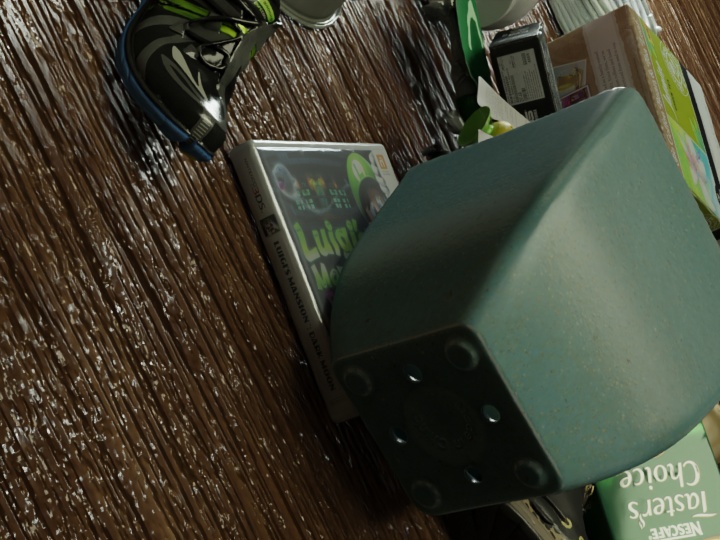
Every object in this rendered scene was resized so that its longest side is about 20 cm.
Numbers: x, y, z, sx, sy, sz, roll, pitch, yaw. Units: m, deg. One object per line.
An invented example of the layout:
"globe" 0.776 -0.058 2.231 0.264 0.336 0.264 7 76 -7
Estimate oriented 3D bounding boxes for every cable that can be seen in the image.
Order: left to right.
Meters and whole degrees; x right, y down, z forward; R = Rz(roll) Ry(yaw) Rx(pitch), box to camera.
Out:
"cable" 0.277 -0.312 1.807 0.201 0.069 0.200 64 26 -2

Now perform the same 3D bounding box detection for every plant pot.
"plant pot" 0.096 0.040 0.946 0.197 0.195 0.200 59 43 -14

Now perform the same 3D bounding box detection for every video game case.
"video game case" 0.000 0.000 1.033 0.200 0.023 0.183 -8 75 -64

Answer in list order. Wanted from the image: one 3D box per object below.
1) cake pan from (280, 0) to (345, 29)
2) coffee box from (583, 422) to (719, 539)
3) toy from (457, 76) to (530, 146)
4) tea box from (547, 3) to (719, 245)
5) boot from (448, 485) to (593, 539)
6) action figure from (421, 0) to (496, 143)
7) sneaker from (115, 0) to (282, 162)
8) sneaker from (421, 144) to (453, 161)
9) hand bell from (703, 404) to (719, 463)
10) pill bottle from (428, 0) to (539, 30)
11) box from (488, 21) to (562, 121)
"cake pan" -0.057 -0.278 1.153 0.200 0.037 0.201 44 33 -38
"coffee box" 0.224 0.153 1.239 0.122 0.044 0.201 -3 65 -23
"toy" 0.149 -0.049 1.181 0.200 0.047 0.115 40 31 -23
"tea box" 0.268 -0.116 1.533 0.196 0.133 0.201 30 43 -50
"boot" 0.142 0.192 1.086 0.200 0.073 0.151 49 29 -14
"action figure" 0.098 -0.127 1.289 0.118 0.054 0.201 -6 79 -83
"sneaker" -0.090 -0.145 0.914 0.071 0.082 0.200 47 31 -34
"sneaker" 0.093 -0.005 1.171 0.140 0.078 0.201 13 47 -58
"hand bell" 0.239 0.196 1.285 0.104 0.104 0.200 55 40 -21
"pill bottle" 0.124 -0.285 1.427 0.113 0.112 0.200 60 26 -10
"box" 0.157 -0.106 1.322 0.160 0.043 0.201 -62 138 -75
